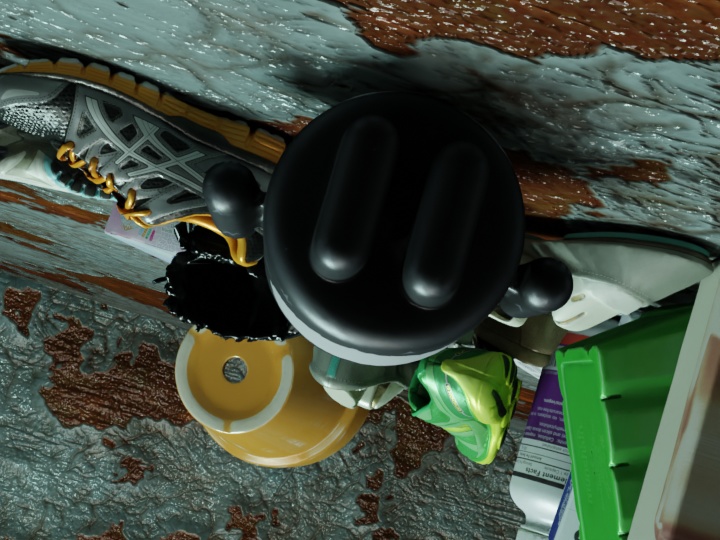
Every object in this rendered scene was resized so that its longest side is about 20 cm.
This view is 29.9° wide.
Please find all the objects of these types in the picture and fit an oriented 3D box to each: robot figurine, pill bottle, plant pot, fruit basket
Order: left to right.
[{"bbox_3d":[-0.100,0.105,1.395,0.200,0.201,0.183,14,177,15],"label":"plant pot"},{"bbox_3d":[0.012,-0.014,0.663,0.150,0.125,0.200,55,173,4],"label":"robot figurine"},{"bbox_3d":[0.191,0.144,1.118,0.112,0.200,0.112,16,173,2],"label":"pill bottle"},{"bbox_3d":[0.251,0.118,0.910,0.215,0.216,0.156,18,172,-7],"label":"fruit basket"}]

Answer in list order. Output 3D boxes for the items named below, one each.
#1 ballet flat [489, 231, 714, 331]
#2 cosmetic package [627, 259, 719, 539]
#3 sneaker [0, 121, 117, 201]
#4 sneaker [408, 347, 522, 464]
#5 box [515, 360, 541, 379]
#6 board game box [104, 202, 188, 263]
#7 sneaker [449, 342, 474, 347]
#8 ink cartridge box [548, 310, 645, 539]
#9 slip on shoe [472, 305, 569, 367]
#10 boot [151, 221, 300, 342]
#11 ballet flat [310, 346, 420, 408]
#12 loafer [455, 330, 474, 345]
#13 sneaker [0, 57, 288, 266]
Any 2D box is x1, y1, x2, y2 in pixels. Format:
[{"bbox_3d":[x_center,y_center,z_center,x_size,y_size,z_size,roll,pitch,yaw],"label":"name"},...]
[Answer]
[{"bbox_3d":[0.118,0.007,0.819,0.200,0.064,0.067,9,170,40],"label":"ballet flat"},{"bbox_3d":[0.223,0.100,0.746,0.103,0.200,0.087,16,173,0],"label":"cosmetic package"},{"bbox_3d":[-0.226,-0.086,0.853,0.200,0.078,0.086,18,175,-13],"label":"sneaker"},{"bbox_3d":[0.085,0.101,1.099,0.083,0.074,0.200,19,161,14],"label":"sneaker"},{"bbox_3d":[0.251,0.099,1.273,0.200,0.041,0.156,14,172,26],"label":"box"},{"bbox_3d":[-0.099,-0.005,1.247,0.199,0.043,0.200,15,172,28],"label":"board game box"},{"bbox_3d":[0.068,0.051,1.251,0.088,0.074,0.200,-4,164,34],"label":"sneaker"},{"bbox_3d":[0.266,0.150,1.023,0.200,0.200,0.041,16,-170,0],"label":"ink cartridge box"},{"bbox_3d":[0.114,0.049,1.130,0.076,0.061,0.200,20,172,-22],"label":"slip on shoe"},{"bbox_3d":[-0.024,0.008,0.894,0.198,0.073,0.162,17,-165,11],"label":"boot"},{"bbox_3d":[0.002,0.081,1.102,0.067,0.064,0.200,17,174,18],"label":"ballet flat"},{"bbox_3d":[0.000,0.000,1.056,0.200,0.063,0.072,19,177,3],"label":"loafer"},{"bbox_3d":[-0.128,-0.065,0.786,0.200,0.077,0.078,20,173,-11],"label":"sneaker"}]
